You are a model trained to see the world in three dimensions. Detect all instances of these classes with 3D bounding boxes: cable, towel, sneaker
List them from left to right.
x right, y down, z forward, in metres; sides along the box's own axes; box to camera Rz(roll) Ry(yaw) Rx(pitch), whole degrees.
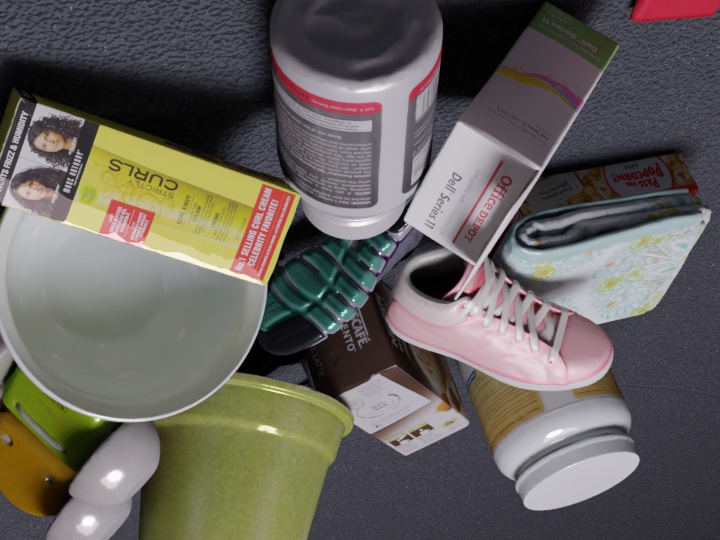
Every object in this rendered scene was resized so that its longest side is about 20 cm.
[{"bbox_3d":[-0.085,0.124,1.313,0.163,0.051,0.200,-3,146,-30],"label":"cable"},{"bbox_3d":[0.000,0.000,1.101,0.200,0.074,0.088,-45,155,11],"label":"sneaker"},{"bbox_3d":[0.118,0.038,1.102,0.200,0.075,0.105,15,152,8],"label":"sneaker"},{"bbox_3d":[0.202,0.001,1.191,0.200,0.048,0.171,-9,148,-18],"label":"towel"}]

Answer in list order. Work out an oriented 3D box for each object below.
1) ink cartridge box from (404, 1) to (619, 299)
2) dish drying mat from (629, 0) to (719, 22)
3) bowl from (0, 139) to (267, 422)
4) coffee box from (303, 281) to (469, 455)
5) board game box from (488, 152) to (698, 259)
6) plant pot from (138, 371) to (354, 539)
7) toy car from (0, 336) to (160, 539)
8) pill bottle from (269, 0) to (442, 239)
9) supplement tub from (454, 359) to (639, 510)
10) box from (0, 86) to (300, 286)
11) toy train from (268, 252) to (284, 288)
[{"bbox_3d":[0.099,-0.086,0.934,0.200,0.067,0.117,-54,175,-40],"label":"ink cartridge box"},{"bbox_3d":[0.258,-0.251,0.924,0.077,0.018,0.200,-9,150,-19],"label":"dish drying mat"},{"bbox_3d":[-0.175,0.008,0.949,0.201,0.201,0.090,-4,177,-28],"label":"bowl"},{"bbox_3d":[0.021,0.089,1.255,0.080,0.115,0.200,-27,151,13],"label":"coffee box"},{"bbox_3d":[0.193,-0.033,1.225,0.200,0.046,0.152,-11,150,-16],"label":"board game box"},{"bbox_3d":[-0.117,0.204,1.150,0.200,0.185,0.200,7,158,3],"label":"plant pot"},{"bbox_3d":[-0.230,0.113,1.070,0.150,0.175,0.200,-42,170,-42],"label":"toy car"},{"bbox_3d":[-0.004,-0.107,0.905,0.111,0.111,0.200,-15,151,-10],"label":"pill bottle"},{"bbox_3d":[0.185,0.124,1.330,0.144,0.200,0.145,-15,151,-9],"label":"supplement tub"},{"bbox_3d":[-0.146,-0.054,0.881,0.200,0.050,0.075,19,98,-25],"label":"box"},{"bbox_3d":[-0.141,0.043,1.141,0.200,0.046,0.034,-34,149,23],"label":"toy train"}]
